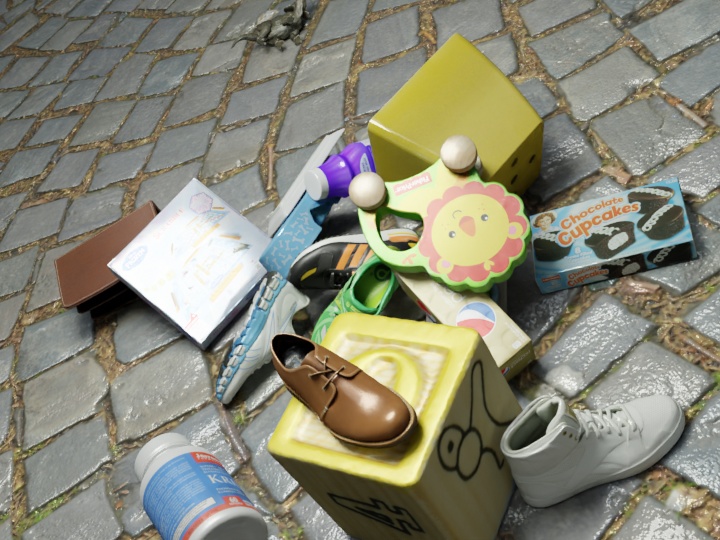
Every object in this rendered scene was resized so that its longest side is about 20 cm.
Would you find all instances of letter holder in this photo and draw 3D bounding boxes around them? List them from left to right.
[{"bbox_3d":[-0.395,0.003,1.583,0.199,0.101,0.142,-32,43,2],"label":"letter holder"}]

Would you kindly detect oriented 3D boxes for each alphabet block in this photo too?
[{"bbox_3d":[0.052,0.186,1.045,0.196,0.200,0.196,4,52,35],"label":"alphabet block"}]

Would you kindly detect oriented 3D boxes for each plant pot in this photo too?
[{"bbox_3d":[0.149,-0.173,1.338,0.176,0.200,0.200,35,72,24],"label":"plant pot"}]

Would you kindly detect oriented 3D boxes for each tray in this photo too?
[{"bbox_3d":[-0.095,-0.147,1.549,0.200,0.022,0.107,-59,9,-28],"label":"tray"}]

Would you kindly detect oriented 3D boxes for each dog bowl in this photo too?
[{"bbox_3d":[-0.093,-0.061,1.427,0.112,0.049,0.200,-49,7,37],"label":"dog bowl"}]

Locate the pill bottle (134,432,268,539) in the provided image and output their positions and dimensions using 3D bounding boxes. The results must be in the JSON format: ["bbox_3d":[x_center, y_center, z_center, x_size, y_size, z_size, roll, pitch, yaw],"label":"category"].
[{"bbox_3d":[-0.207,0.289,1.175,0.112,0.112,0.200,-42,43,-11],"label":"pill bottle"}]

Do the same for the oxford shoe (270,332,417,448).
[{"bbox_3d":[-0.027,0.119,0.957,0.200,0.071,0.071,23,63,42],"label":"oxford shoe"}]

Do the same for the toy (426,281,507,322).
[{"bbox_3d":[0.136,0.020,1.269,0.115,0.047,0.201,-13,44,24],"label":"toy"}]

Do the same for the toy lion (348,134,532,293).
[{"bbox_3d":[0.105,-0.057,1.178,0.199,0.069,0.193,-21,70,8],"label":"toy lion"}]

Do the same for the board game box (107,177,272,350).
[{"bbox_3d":[-0.253,-0.013,1.475,0.199,0.041,0.200,38,72,12],"label":"board game box"}]

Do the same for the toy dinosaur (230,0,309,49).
[{"bbox_3d":[-0.174,-0.501,1.967,0.200,0.077,0.102,-33,29,7],"label":"toy dinosaur"}]

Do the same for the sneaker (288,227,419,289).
[{"bbox_3d":[0.000,0.000,1.327,0.199,0.070,0.090,-13,46,-10],"label":"sneaker"}]

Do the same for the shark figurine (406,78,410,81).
[{"bbox_3d":[0.082,-0.266,1.553,0.214,0.090,0.128,-30,40,0],"label":"shark figurine"}]

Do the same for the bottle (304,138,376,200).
[{"bbox_3d":[0.008,-0.158,1.442,0.199,0.084,0.065,-21,12,-30],"label":"bottle"}]

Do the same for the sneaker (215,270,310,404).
[{"bbox_3d":[-0.135,0.107,1.341,0.201,0.086,0.075,-61,16,0],"label":"sneaker"}]

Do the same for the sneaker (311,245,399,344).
[{"bbox_3d":[-0.011,0.052,1.264,0.074,0.084,0.201,33,98,9],"label":"sneaker"}]

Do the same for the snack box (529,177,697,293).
[{"bbox_3d":[0.323,-0.045,1.223,0.199,0.037,0.117,-15,44,20],"label":"snack box"}]

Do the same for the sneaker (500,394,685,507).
[{"bbox_3d":[0.247,0.170,1.004,0.199,0.116,0.074,-29,39,2],"label":"sneaker"}]

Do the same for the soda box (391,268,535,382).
[{"bbox_3d":[0.127,0.052,1.185,0.068,0.064,0.200,-39,61,-5],"label":"soda box"}]
